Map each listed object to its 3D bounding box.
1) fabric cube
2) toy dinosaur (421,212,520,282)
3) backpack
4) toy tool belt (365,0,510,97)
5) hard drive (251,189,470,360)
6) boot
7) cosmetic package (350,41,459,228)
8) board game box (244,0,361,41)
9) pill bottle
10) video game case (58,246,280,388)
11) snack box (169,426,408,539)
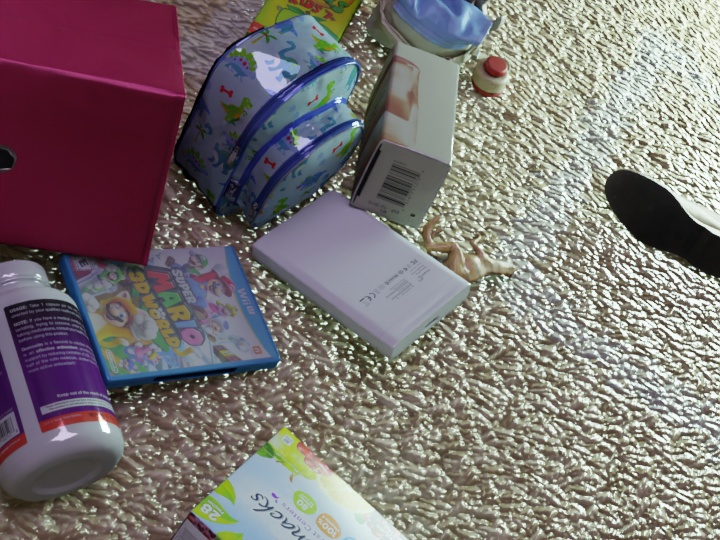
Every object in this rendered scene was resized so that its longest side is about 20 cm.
[{"bbox_3d":[-0.288,-0.147,1.186,0.197,0.198,0.201,9,33,-18],"label":"fabric cube"},{"bbox_3d":[0.097,-0.002,1.360,0.198,0.061,0.107,-20,68,-31],"label":"toy dinosaur"},{"bbox_3d":[-0.084,-0.159,1.305,0.147,0.201,0.182,46,52,13],"label":"backpack"},{"bbox_3d":[0.114,-0.308,1.537,0.198,0.123,0.126,29,51,-1],"label":"toy tool belt"},{"bbox_3d":[0.000,0.000,1.305,0.199,0.027,0.132,36,51,24],"label":"hard drive"},{"bbox_3d":[0.390,-0.066,1.530,0.199,0.074,0.076,33,32,-3],"label":"boot"},{"bbox_3d":[0.052,-0.157,1.400,0.086,0.104,0.201,20,40,-9],"label":"cosmetic package"},{"bbox_3d":[-0.065,-0.316,1.518,0.101,0.048,0.201,26,52,-3],"label":"board game box"},{"bbox_3d":[-0.291,0.095,1.101,0.111,0.113,0.202,-11,62,-28],"label":"pill bottle"},{"bbox_3d":[-0.186,0.041,1.212,0.198,0.018,0.144,-3,57,-41],"label":"video game case"},{"bbox_3d":[-0.048,0.258,1.087,0.200,0.068,0.168,40,32,9],"label":"snack box"}]
